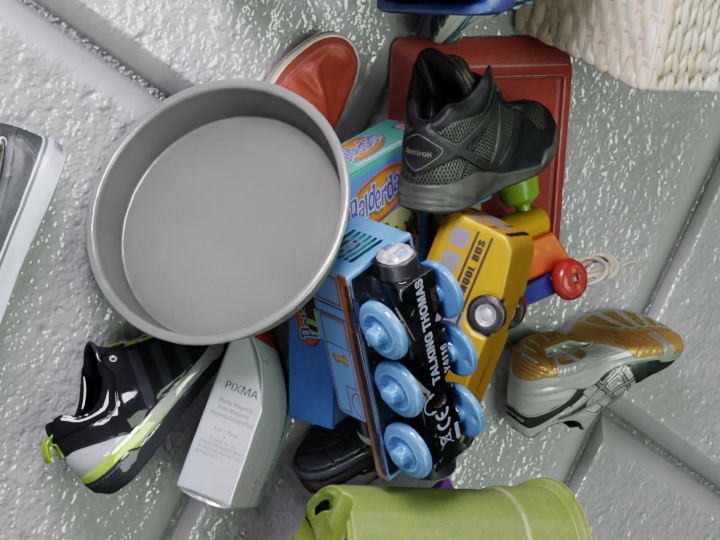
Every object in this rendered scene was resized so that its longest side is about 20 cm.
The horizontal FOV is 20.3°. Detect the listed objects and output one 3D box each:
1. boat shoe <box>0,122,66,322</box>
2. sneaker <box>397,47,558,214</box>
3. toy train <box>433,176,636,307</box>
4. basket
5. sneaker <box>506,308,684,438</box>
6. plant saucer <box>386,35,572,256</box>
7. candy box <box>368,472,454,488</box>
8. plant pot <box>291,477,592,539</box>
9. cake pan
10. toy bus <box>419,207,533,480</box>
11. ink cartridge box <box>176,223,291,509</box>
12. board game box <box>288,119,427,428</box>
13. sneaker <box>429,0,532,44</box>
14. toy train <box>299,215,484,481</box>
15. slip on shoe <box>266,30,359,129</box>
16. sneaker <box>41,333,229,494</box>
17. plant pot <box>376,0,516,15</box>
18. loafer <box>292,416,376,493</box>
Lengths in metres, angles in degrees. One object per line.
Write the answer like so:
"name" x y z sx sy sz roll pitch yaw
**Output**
"boat shoe" -0.264 -0.005 1.371 0.056 0.069 0.202 25 82 -22
"sneaker" 0.096 -0.123 1.568 0.199 0.076 0.115 -26 123 -49
"toy train" 0.142 -0.032 1.658 0.199 0.084 0.117 -21 101 -35
"basket" 0.248 -0.258 1.645 0.160 0.198 0.202 -6 115 -34
"sneaker" 0.203 0.094 1.800 0.199 0.076 0.088 -10 123 -35
"plant saucer" 0.105 -0.093 1.681 0.199 0.037 0.202 -6 104 -39
"candy box" 0.019 0.287 1.676 0.200 0.071 0.169 -44 125 -24
"plant pot" 0.048 0.240 1.542 0.188 0.200 0.202 15 91 -23
"cake pan" -0.097 -0.038 1.428 0.201 0.199 0.037 -61 155 -11
"toy bus" 0.070 0.057 1.561 0.202 0.078 0.065 -68 162 11
"ink cartridge box" -0.071 0.077 1.503 0.163 0.057 0.202 47 67 -82
"board game box" 0.000 0.000 1.563 0.152 0.045 0.202 -31 128 -54
"sneaker" 0.116 -0.226 1.555 0.086 0.200 0.078 18 61 -14
"toy train" 0.023 0.061 1.466 0.086 0.114 0.202 -34 128 -31
"slip on shoe" -0.054 -0.092 1.527 0.074 0.061 0.201 43 71 -37
"sneaker" -0.159 0.069 1.469 0.083 0.072 0.201 42 58 -13
"plant pot" 0.026 -0.285 1.434 0.178 0.200 0.202 16 89 -29
"loafer" 0.028 0.127 1.649 0.200 0.072 0.063 -40 128 -30
